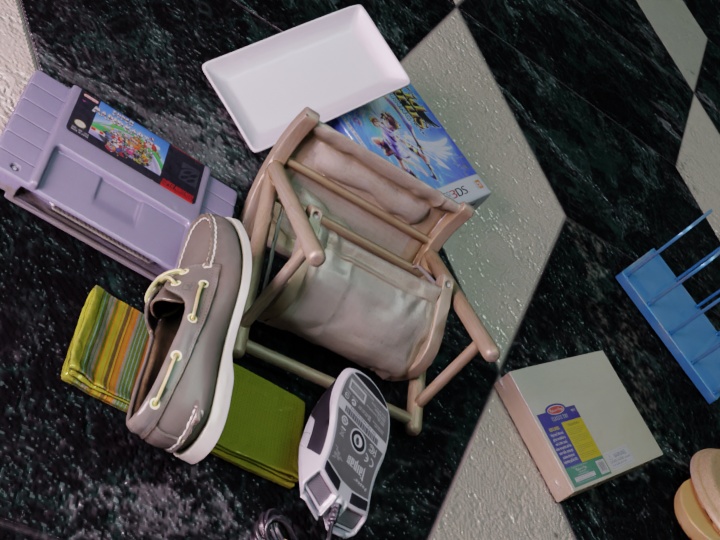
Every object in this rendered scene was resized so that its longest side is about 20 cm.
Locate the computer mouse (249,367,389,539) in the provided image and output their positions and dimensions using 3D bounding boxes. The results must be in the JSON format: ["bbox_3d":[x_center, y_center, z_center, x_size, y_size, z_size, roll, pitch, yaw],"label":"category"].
[{"bbox_3d":[-0.023,0.161,0.773,0.110,0.043,0.202,49,35,-24],"label":"computer mouse"}]

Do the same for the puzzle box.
[{"bbox_3d":[0.232,0.157,1.080,0.198,0.025,0.135,-3,60,-48],"label":"puzzle box"}]

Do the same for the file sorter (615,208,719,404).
[{"bbox_3d":[0.460,0.040,1.351,0.202,0.123,0.138,55,36,9],"label":"file sorter"}]

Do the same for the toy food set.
[{"bbox_3d":[0.443,0.284,1.150,0.197,0.049,0.200,40,28,8],"label":"toy food set"}]

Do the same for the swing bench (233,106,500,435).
[{"bbox_3d":[0.000,0.000,0.896,0.197,0.130,0.202,27,35,-26],"label":"swing bench"}]

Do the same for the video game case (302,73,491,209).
[{"bbox_3d":[0.035,-0.135,1.127,0.201,0.045,0.180,54,34,8],"label":"video game case"}]

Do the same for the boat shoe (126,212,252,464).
[{"bbox_3d":[-0.124,0.035,0.741,0.060,0.072,0.205,27,47,-29],"label":"boat shoe"}]

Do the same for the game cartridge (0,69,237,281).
[{"bbox_3d":[-0.193,-0.069,0.832,0.198,0.038,0.131,31,43,-23],"label":"game cartridge"}]

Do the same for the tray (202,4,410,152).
[{"bbox_3d":[-0.053,-0.194,1.044,0.198,0.022,0.108,-27,77,-26],"label":"tray"}]

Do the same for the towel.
[{"bbox_3d":[-0.124,0.087,0.771,0.198,0.018,0.087,31,39,-24],"label":"towel"}]
